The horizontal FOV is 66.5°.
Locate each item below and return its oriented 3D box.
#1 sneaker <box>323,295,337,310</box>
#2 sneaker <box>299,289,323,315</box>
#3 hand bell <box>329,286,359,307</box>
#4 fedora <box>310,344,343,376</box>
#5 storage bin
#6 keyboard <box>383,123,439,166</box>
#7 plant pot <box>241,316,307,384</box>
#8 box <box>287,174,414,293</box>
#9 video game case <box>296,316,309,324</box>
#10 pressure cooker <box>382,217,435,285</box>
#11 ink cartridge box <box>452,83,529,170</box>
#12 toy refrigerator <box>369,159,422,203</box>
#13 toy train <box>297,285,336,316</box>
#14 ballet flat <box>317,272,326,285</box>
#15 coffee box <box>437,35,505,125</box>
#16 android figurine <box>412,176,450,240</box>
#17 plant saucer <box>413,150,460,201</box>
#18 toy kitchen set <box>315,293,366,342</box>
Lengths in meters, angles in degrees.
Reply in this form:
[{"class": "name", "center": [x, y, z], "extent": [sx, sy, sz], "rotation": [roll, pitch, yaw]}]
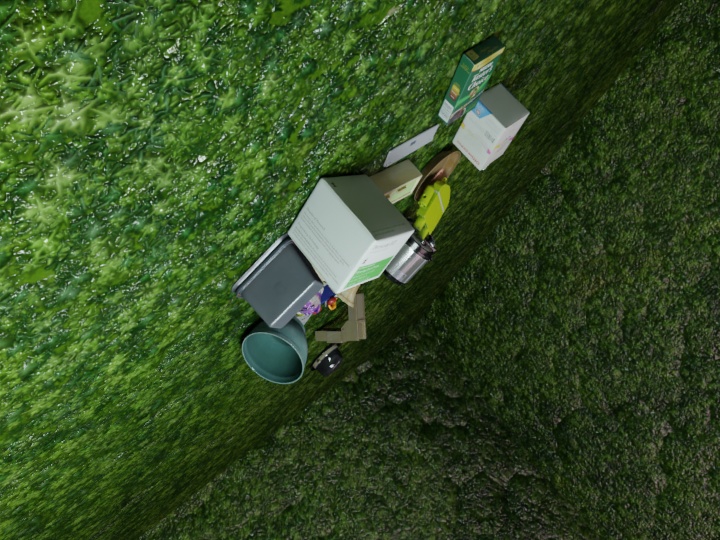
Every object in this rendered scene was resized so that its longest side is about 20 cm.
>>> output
[{"class": "sneaker", "center": [-0.075, 0.045, 1.775], "extent": [0.077, 0.078, 0.202], "rotation": [-24, 155, -46]}, {"class": "sneaker", "center": [-0.158, 0.079, 1.560], "extent": [0.077, 0.092, 0.200], "rotation": [-3, 169, 17]}, {"class": "hand bell", "center": [0.000, 0.000, 1.686], "extent": [0.202, 0.103, 0.104], "rotation": [-52, 165, 4]}, {"class": "fedora", "center": [-0.149, 0.441, 2.657], "extent": [0.199, 0.092, 0.201], "rotation": [-40, 166, -12]}, {"class": "storage bin", "center": [-0.187, 0.038, 1.330], "extent": [0.199, 0.135, 0.145], "rotation": [-43, 166, 4]}, {"class": "keyboard", "center": [0.134, -0.328, 1.431], "extent": [0.198, 0.011, 0.057], "rotation": [-35, 158, -32]}, {"class": "plant pot", "center": [-0.238, 0.214, 1.634], "extent": [0.202, 0.196, 0.136], "rotation": [-54, -172, 41]}, {"class": "box", "center": [-0.020, -0.093, 1.284], "extent": [0.197, 0.201, 0.173], "rotation": [-18, 151, -55]}, {"class": "video game case", "center": [-0.256, 0.207, 1.848], "extent": [0.183, 0.024, 0.198], "rotation": [-52, 165, 30]}, {"class": "pressure cooker", "center": [0.154, -0.075, 1.858], "extent": [0.200, 0.180, 0.174], "rotation": [-46, 162, 20]}, {"class": "ink cartridge box", "center": [0.373, -0.410, 1.608], "extent": [0.124, 0.129, 0.202], "rotation": [-34, 164, -29]}, {"class": "toy refrigerator", "center": [0.075, -0.218, 1.453], "extent": [0.197, 0.070, 0.077], "rotation": [-30, 162, -40]}, {"class": "toy train", "center": [-0.174, 0.109, 1.702], "extent": [0.198, 0.086, 0.115], "rotation": [-29, 174, -43]}, {"class": "ballet flat", "center": [-0.105, 0.006, 1.592], "extent": [0.069, 0.070, 0.200], "rotation": [-41, 171, -3]}, {"class": "coffee box", "center": [0.268, -0.460, 1.345], "extent": [0.122, 0.044, 0.202], "rotation": [-36, 164, -27]}, {"class": "android figurine", "center": [0.228, -0.200, 1.741], "extent": [0.204, 0.040, 0.182], "rotation": [-60, 154, -11]}, {"class": "plant saucer", "center": [0.229, -0.303, 1.704], "extent": [0.199, 0.036, 0.201], "rotation": [-40, 166, -12]}, {"class": "toy kitchen set", "center": [-0.066, 0.190, 2.224], "extent": [0.193, 0.188, 0.162], "rotation": [-4, 178, 25]}]
